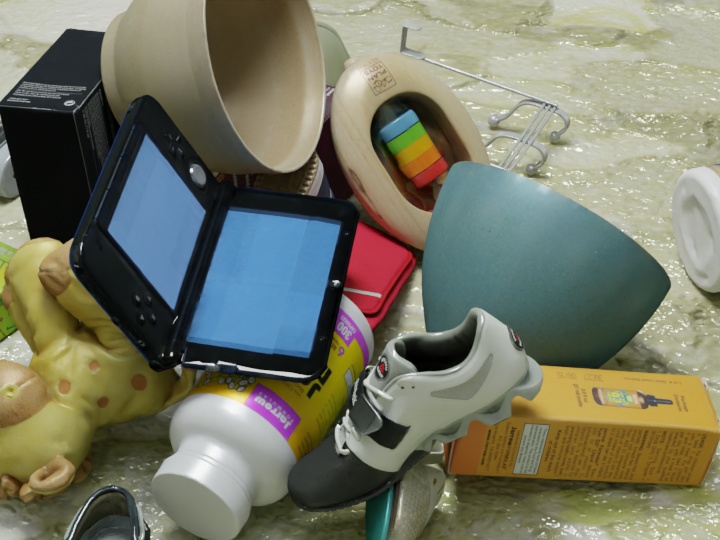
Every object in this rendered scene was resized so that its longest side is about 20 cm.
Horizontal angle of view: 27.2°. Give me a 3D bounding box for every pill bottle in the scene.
[{"bbox_3d":[0.386,-0.052,1.311,0.199,0.111,0.111,-11,37,-11],"label":"pill bottle"},{"bbox_3d":[-0.075,0.104,1.124,0.104,0.105,0.200,15,48,22],"label":"pill bottle"}]

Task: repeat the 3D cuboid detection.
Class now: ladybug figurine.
[{"bbox_3d":[0.040,-0.107,1.370,0.135,0.201,0.072,-31,4,-21],"label":"ladybug figurine"}]

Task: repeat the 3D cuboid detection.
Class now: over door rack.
[{"bbox_3d":[0.093,-0.149,1.481,0.199,0.067,0.148,31,44,7],"label":"over door rack"}]

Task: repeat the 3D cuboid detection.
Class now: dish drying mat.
[{"bbox_3d":[0.000,0.000,1.269,0.077,0.018,0.200,29,22,2],"label":"dish drying mat"}]

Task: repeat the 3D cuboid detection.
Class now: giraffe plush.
[{"bbox_3d":[-0.235,0.095,1.144,0.200,0.173,0.162,44,61,1],"label":"giraffe plush"}]

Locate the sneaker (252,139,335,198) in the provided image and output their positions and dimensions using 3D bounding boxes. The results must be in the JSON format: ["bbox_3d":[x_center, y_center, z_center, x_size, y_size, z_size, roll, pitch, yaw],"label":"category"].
[{"bbox_3d":[-0.078,-0.006,1.323,0.070,0.109,0.201,21,73,24],"label":"sneaker"}]

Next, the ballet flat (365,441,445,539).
[{"bbox_3d":[0.036,0.143,1.112,0.062,0.068,0.200,12,36,-13],"label":"ballet flat"}]

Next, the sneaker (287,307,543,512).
[{"bbox_3d":[0.021,0.091,1.044,0.200,0.089,0.074,-33,34,6],"label":"sneaker"}]

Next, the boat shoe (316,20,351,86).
[{"bbox_3d":[-0.040,-0.196,1.495,0.066,0.075,0.199,-3,-8,23],"label":"boat shoe"}]

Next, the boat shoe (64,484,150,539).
[{"bbox_3d":[-0.183,0.231,1.005,0.075,0.061,0.200,-3,37,-1],"label":"boat shoe"}]

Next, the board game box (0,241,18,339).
[{"bbox_3d":[-0.372,0.044,1.277,0.101,0.048,0.200,22,43,29],"label":"board game box"}]

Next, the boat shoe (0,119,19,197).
[{"bbox_3d":[-0.327,-0.152,1.516,0.071,0.072,0.200,22,45,22],"label":"boat shoe"}]

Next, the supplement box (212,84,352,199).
[{"bbox_3d":[-0.110,-0.129,1.442,0.199,0.111,0.086,16,41,23],"label":"supplement box"}]

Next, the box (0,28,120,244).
[{"bbox_3d":[-0.239,-0.092,1.324,0.078,0.201,0.141,8,37,17],"label":"box"}]

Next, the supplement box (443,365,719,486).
[{"bbox_3d":[0.163,0.115,1.115,0.199,0.069,0.067,3,36,-5],"label":"supplement box"}]

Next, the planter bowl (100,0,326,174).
[{"bbox_3d":[-0.133,-0.172,1.263,0.134,0.201,0.201,-8,32,26],"label":"planter bowl"}]

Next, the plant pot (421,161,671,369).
[{"bbox_3d":[0.126,0.023,1.186,0.200,0.200,0.135,25,80,32],"label":"plant pot"}]

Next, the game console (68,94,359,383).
[{"bbox_3d":[-0.102,-0.029,1.108,0.118,0.171,0.201,-18,37,25],"label":"game console"}]
